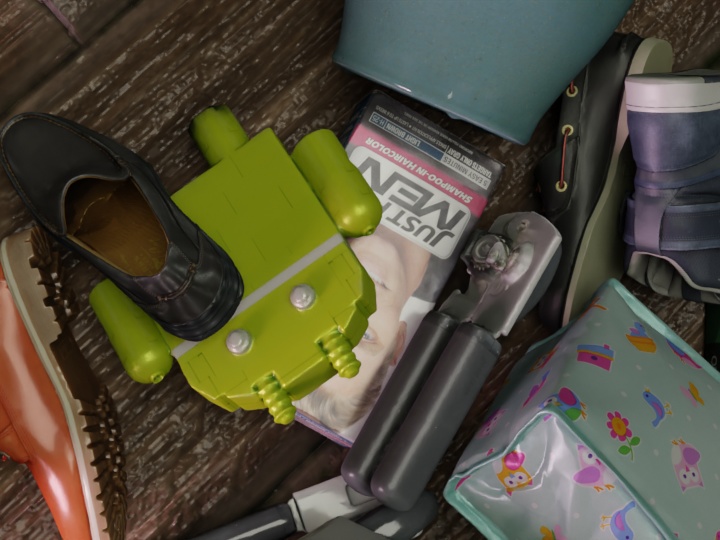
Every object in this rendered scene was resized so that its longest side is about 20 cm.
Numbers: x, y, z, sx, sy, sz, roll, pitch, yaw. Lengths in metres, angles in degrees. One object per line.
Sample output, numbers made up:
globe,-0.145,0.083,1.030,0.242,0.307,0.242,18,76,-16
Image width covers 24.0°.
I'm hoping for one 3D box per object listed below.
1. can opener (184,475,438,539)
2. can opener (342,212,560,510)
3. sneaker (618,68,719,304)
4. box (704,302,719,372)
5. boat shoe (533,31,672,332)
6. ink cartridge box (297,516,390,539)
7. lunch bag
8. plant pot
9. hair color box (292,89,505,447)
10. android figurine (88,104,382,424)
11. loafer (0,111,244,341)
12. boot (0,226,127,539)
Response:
can opener,-0.049,0.169,1.029,0.199,0.067,0.054,-20,88,-13
can opener,0.065,0.056,1.020,0.067,0.053,0.201,41,75,-44
sneaker,0.233,-0.057,1.090,0.202,0.077,0.147,-12,103,-47
box,0.301,0.073,1.131,0.143,0.036,0.202,5,83,-11
boat shoe,0.148,-0.056,1.098,0.063,0.074,0.203,14,93,28
ink cartridge box,0.002,0.267,0.964,0.145,0.087,0.201,23,107,20
lunch bag,0.169,0.133,1.010,0.200,0.122,0.170,44,36,-5
plant pot,0.078,-0.186,1.033,0.199,0.200,0.189,22,95,-9
hair color box,0.000,0.000,1.059,0.100,0.061,0.201,29,80,-8
android figurine,-0.070,-0.001,1.005,0.181,0.041,0.201,-33,64,3
loafer,-0.150,-0.040,0.985,0.200,0.072,0.073,35,84,29
boot,-0.206,0.086,1.010,0.107,0.075,0.201,-20,93,4
